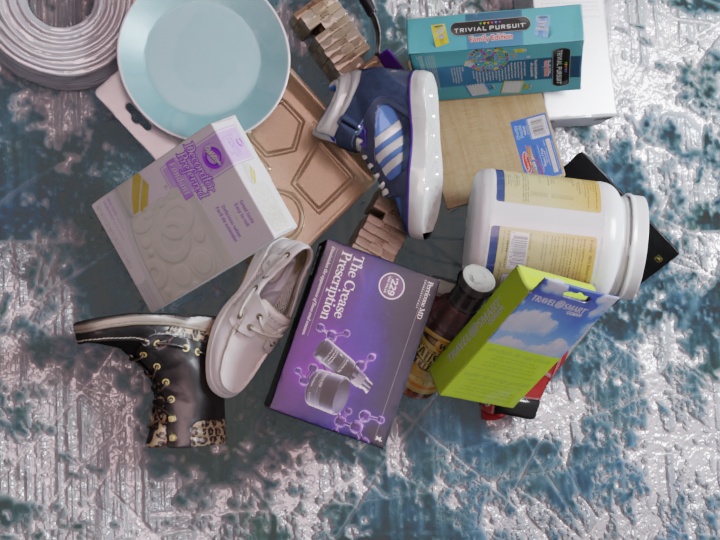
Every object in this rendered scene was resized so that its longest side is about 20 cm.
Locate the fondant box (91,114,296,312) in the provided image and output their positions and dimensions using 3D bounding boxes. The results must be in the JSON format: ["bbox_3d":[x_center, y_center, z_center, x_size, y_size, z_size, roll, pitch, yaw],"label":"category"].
[{"bbox_3d":[-0.189,-0.062,1.461,0.199,0.058,0.145,-29,91,28],"label":"fondant box"}]

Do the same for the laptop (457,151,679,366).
[{"bbox_3d":[0.254,-0.007,1.593,0.177,0.200,0.103,45,32,-6],"label":"laptop"}]

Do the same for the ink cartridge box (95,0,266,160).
[{"bbox_3d":[-0.205,-0.227,1.530,0.200,0.068,0.116,-44,94,-14],"label":"ink cartridge box"}]

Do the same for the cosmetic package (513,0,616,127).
[{"bbox_3d":[0.256,-0.285,1.644,0.101,0.074,0.202,-4,87,-13],"label":"cosmetic package"}]

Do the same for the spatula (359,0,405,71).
[{"bbox_3d":[0.016,-0.302,1.606,0.020,0.056,0.201,-16,80,-28],"label":"spatula"}]

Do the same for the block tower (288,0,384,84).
[{"bbox_3d":[-0.007,-0.242,1.586,0.058,0.054,0.200,-37,92,-13],"label":"block tower"}]

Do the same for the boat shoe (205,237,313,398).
[{"bbox_3d":[-0.112,0.052,1.478,0.071,0.069,0.201,34,71,-39],"label":"boat shoe"}]

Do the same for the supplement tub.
[{"bbox_3d":[0.224,-0.037,1.511,0.198,0.144,0.146,7,82,0],"label":"supplement tub"}]

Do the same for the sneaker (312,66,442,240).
[{"bbox_3d":[0.016,-0.137,1.522,0.145,0.081,0.202,1,95,20],"label":"sneaker"}]

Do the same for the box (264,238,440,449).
[{"bbox_3d":[-0.010,0.082,1.468,0.140,0.079,0.201,19,85,-8],"label":"box"}]

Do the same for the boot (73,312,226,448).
[{"bbox_3d":[-0.229,0.124,1.468,0.199,0.073,0.152,4,85,-38],"label":"boot"}]

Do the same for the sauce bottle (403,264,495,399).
[{"bbox_3d":[0.097,0.071,1.503,0.066,0.201,0.066,12,46,-13],"label":"sauce bottle"}]

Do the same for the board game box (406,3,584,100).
[{"bbox_3d":[0.160,-0.254,1.528,0.198,0.151,0.047,-4,76,7],"label":"board game box"}]

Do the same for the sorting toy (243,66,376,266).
[{"bbox_3d":[-0.103,-0.117,1.563,0.200,0.036,0.185,-44,95,-9],"label":"sorting toy"}]

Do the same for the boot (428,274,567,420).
[{"bbox_3d":[0.143,0.100,1.571,0.199,0.072,0.145,26,98,-6],"label":"boot"}]

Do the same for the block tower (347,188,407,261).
[{"bbox_3d":[0.000,0.000,1.553,0.058,0.054,0.201,28,78,-7],"label":"block tower"}]

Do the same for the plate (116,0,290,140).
[{"bbox_3d":[-0.180,-0.244,1.490,0.199,0.026,0.202,1,85,-13],"label":"plate"}]

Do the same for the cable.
[{"bbox_3d":[-0.345,-0.313,1.506,0.199,0.069,0.201,35,77,-7],"label":"cable"}]

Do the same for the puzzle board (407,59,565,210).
[{"bbox_3d":[0.154,-0.187,1.601,0.150,0.017,0.201,-15,77,5],"label":"puzzle board"}]

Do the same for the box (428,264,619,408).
[{"bbox_3d":[0.180,0.071,1.451,0.121,0.200,0.048,13,40,-35],"label":"box"}]
